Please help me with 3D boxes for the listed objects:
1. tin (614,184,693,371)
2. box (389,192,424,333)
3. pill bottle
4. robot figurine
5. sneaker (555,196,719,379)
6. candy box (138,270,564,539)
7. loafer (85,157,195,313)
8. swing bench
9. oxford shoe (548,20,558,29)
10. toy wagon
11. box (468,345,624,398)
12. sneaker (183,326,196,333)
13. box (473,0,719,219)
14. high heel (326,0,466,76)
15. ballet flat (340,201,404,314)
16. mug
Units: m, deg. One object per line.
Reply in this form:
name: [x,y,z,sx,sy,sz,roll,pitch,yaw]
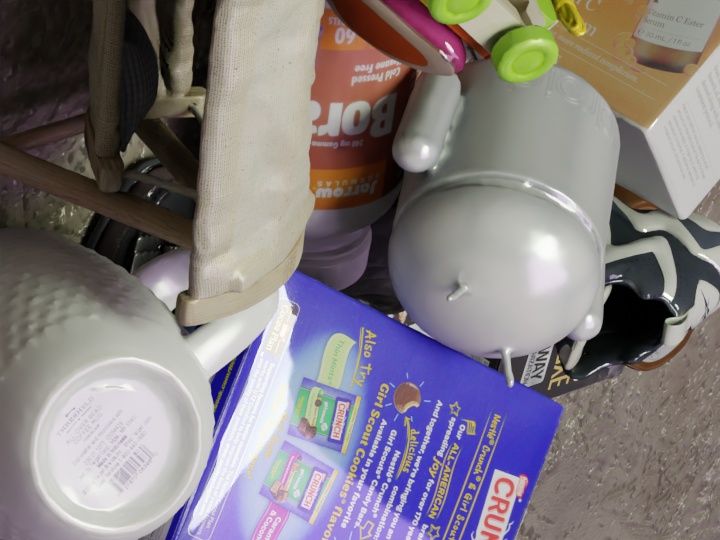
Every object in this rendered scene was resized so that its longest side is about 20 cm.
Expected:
tin: [0.179,0.004,1.778,0.200,0.042,0.112,22,94,-57]
box: [0.010,0.010,1.644,0.082,0.049,0.200,-20,132,-42]
pill bottle: [-0.026,-0.091,1.456,0.112,0.112,0.200,-24,134,-40]
robot figurine: [0.077,-0.035,1.426,0.170,0.113,0.200,41,41,-28]
sneaker: [0.119,0.003,1.620,0.130,0.199,0.080,-54,160,-56]
candy box: [-0.011,0.110,1.429,0.200,0.077,0.169,28,78,-29]
loafer: [-0.124,0.037,1.481,0.072,0.063,0.200,2,115,-50]
swing bench: [-0.089,-0.115,1.277,0.130,0.200,0.199,-22,133,-41]
oxford shoe: [0.086,-0.158,1.521,0.200,0.074,0.071,-55,158,-72]
toy wagon: [0.050,-0.162,1.322,0.040,0.155,0.200,-32,145,16]
box: [0.138,-0.009,1.791,0.158,0.050,0.200,-14,127,-47]
sneaker: [-0.061,0.116,1.486,0.083,0.071,0.200,-40,115,-16]
box: [0.191,-0.161,1.641,0.200,0.152,0.106,-50,146,-13]
high heel: [0.004,-0.184,1.341,0.096,0.200,0.067,-41,162,-13]
ballet flat: [0.000,0.000,1.565,0.200,0.057,0.067,-20,97,-5]
mug: [-0.129,0.051,1.333,0.200,0.175,0.148,-36,114,-14]
